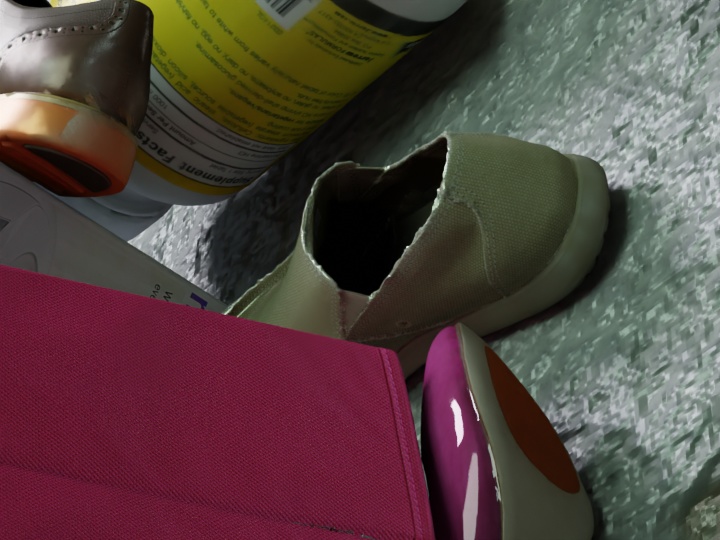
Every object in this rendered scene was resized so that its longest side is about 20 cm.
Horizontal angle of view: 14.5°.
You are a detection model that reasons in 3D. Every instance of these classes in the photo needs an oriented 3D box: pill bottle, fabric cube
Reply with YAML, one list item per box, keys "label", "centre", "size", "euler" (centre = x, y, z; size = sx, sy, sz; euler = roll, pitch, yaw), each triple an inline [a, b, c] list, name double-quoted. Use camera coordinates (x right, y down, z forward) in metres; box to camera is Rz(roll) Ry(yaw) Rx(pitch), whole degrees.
- label: "pill bottle"
  centre: [-0.056, -0.098, 1.127]
  size: [0.200, 0.112, 0.113]
  euler: [-38, 33, 32]
- label: "fabric cube"
  centre: [-0.102, 0.131, 0.826]
  size: [0.200, 0.199, 0.196]
  euler: [-100, 28, -54]

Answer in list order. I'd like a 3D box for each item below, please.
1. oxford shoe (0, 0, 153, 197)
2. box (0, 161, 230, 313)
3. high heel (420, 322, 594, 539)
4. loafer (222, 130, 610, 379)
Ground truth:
- label: "oxford shoe"
  centre: [-0.146, -0.072, 1.089]
  size: [0.200, 0.071, 0.073]
  euler: [6, 72, 45]
- label: "box"
  centre: [-0.164, 0.027, 1.117]
  size: [0.200, 0.176, 0.097]
  euler: [-3, 59, 58]
- label: "high heel"
  centre: [0.023, 0.104, 0.847]
  size: [0.096, 0.067, 0.200]
  euler: [-34, 37, 18]
- label: "loafer"
  centre: [0.000, 0.000, 0.997]
  size: [0.200, 0.068, 0.076]
  euler: [-32, 36, 39]
